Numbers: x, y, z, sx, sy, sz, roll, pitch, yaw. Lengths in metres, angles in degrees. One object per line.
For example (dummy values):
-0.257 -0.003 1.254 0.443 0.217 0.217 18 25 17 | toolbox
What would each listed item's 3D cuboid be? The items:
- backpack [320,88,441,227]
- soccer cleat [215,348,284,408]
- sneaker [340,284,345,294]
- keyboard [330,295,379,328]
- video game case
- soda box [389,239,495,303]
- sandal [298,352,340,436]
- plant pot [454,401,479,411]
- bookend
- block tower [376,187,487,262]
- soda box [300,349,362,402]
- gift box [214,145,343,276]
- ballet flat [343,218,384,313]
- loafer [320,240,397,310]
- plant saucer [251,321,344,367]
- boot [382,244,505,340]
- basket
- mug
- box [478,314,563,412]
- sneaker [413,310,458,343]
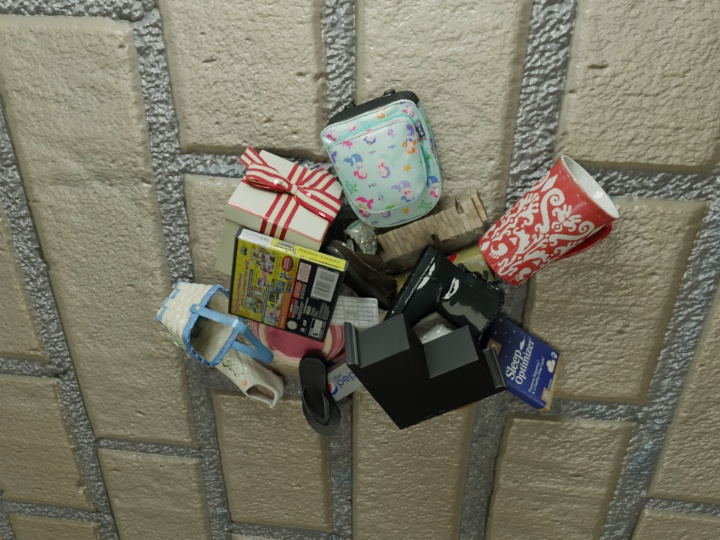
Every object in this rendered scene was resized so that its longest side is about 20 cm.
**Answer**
0.044 -0.172 0.986 0.177 0.151 0.201 -16 120 15 | backpack
-0.250 0.218 1.277 0.199 0.078 0.069 33 118 -10 | soccer cleat
-0.110 0.052 1.138 0.199 0.082 0.074 -16 97 25 | sneaker
-0.061 0.069 1.069 0.199 0.011 0.057 4 106 23 | keyboard
-0.126 0.030 0.998 0.180 0.026 0.201 17 137 -2 | video game case
0.146 0.019 1.117 0.199 0.064 0.068 -23 113 19 | soda box
-0.091 0.262 1.225 0.076 0.043 0.201 -6 116 13 | sandal
0.136 0.195 1.152 0.199 0.201 0.093 -2 99 9 | plant pot
0.105 0.140 0.972 0.198 0.092 0.200 -25 128 15 | bookend
0.122 -0.081 1.071 0.199 0.054 0.058 -22 113 18 | block tower
-0.030 0.210 1.248 0.200 0.064 0.068 -36 107 24 | soda box
-0.139 -0.094 1.034 0.184 0.201 0.187 19 135 -7 | gift box
0.000 0.000 1.124 0.071 0.072 0.201 -4 115 11 | ballet flat
0.001 -0.002 1.040 0.073 0.072 0.200 16 161 37 | loafer
-0.128 0.122 1.222 0.199 0.051 0.202 4 120 6 | plant saucer
0.141 0.069 1.031 0.162 0.073 0.199 31 89 -3 | boot
-0.275 0.113 1.160 0.199 0.140 0.177 13 153 23 | basket
0.323 -0.062 1.012 0.177 0.134 0.200 40 120 -12 | mug
0.292 0.168 1.148 0.199 0.122 0.032 32 150 -9 | box
0.115 0.123 1.129 0.199 0.146 0.081 -26 80 -4 | sneaker
